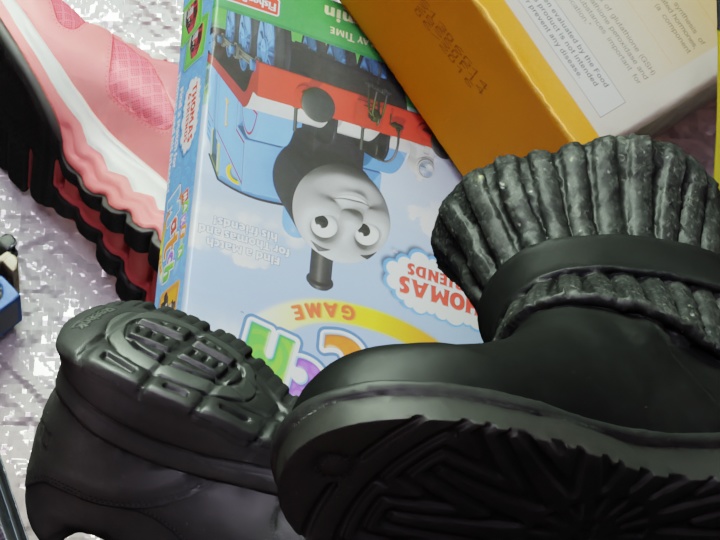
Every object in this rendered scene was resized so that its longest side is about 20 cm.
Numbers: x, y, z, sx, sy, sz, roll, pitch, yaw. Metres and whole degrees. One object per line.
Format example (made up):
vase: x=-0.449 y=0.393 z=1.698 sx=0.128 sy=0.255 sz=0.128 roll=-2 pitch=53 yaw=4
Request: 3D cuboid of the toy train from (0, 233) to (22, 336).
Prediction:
toy train: x=-0.196 y=0.056 z=1.093 sx=0.200 sy=0.034 sz=0.046 roll=-41 pitch=71 yaw=-20

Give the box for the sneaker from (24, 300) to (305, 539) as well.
sneaker: x=-0.019 y=0.088 z=0.975 sx=0.199 sy=0.091 sz=0.076 roll=28 pitch=24 yaw=4

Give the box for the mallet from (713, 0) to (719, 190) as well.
mallet: x=0.142 y=-0.077 z=1.041 sx=0.066 sy=0.201 sz=0.041 roll=7 pitch=20 yaw=-1

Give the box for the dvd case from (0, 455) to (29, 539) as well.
dvd case: x=-0.147 y=0.160 z=0.988 sx=0.016 sy=0.149 sz=0.201 roll=13 pitch=46 yaw=-47

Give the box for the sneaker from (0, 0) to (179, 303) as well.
sneaker: x=-0.081 y=-0.051 z=1.144 sx=0.087 sy=0.074 sz=0.200 roll=-30 pitch=71 yaw=-28

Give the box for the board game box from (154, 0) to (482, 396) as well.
board game box: x=0.000 y=0.000 z=1.086 sx=0.151 sy=0.037 sz=0.201 roll=17 pitch=60 yaw=-23

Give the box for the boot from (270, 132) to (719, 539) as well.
boot: x=0.048 y=0.023 z=0.947 sx=0.210 sy=0.080 sz=0.158 roll=11 pitch=43 yaw=-34

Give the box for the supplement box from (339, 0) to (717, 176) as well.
supplement box: x=0.100 y=-0.119 z=1.129 sx=0.200 sy=0.074 sz=0.126 roll=-31 pitch=83 yaw=-32
